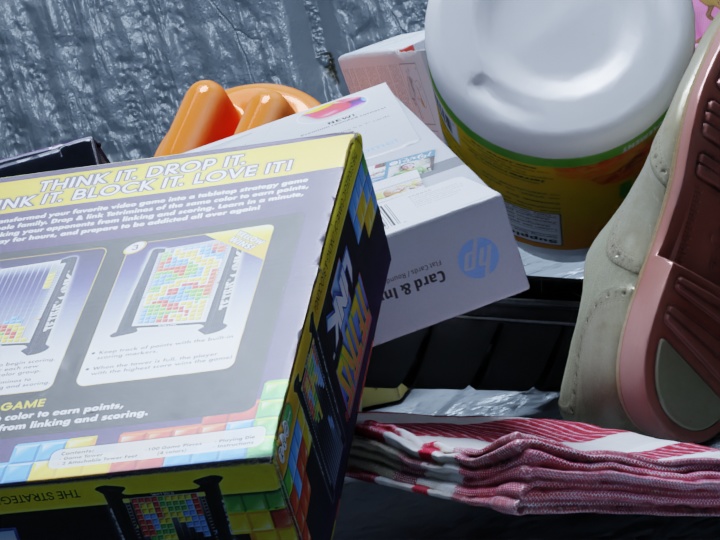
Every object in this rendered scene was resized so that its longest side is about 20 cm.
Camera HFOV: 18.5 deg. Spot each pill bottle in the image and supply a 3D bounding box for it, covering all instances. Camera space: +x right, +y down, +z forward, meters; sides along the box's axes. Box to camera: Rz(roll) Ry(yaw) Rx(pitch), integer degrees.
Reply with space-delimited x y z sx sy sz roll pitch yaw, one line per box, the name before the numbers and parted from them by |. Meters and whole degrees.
pill bottle | 0.091 -0.072 0.987 0.111 0.111 0.200 -15 -18 2

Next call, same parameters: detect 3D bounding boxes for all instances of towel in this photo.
towel | 0.055 0.058 0.722 0.144 0.023 0.200 5 -1 -30

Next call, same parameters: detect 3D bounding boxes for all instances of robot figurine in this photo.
robot figurine | -0.047 -0.027 1.231 0.144 0.117 0.200 -24 -34 7

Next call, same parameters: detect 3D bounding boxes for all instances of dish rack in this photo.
dish rack | 0.000 0.000 0.988 0.153 0.055 0.200 5 17 -39

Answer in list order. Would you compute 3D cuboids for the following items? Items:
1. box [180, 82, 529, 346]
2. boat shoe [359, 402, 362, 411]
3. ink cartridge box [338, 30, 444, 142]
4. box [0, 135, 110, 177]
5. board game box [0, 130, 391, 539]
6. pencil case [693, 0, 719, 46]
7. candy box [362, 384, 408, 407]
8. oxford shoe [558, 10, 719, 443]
box | -0.037 -0.011 0.838 0.156 0.041 0.200 -20 20 -6
boat shoe | -0.089 0.059 0.999 0.063 0.071 0.200 4 -3 -44
ink cartridge box | 0.055 -0.050 1.207 0.057 0.163 0.200 -22 9 -15
box | -0.197 0.010 1.292 0.148 0.104 0.200 -16 -10 -2
board game box | -0.100 0.034 0.671 0.200 0.057 0.165 -6 33 15
pencil case | 0.157 -0.086 1.183 0.086 0.083 0.200 2 -35 3
candy box | -0.070 0.049 1.130 0.200 0.057 0.117 -15 8 13
oxford shoe | 0.124 -0.027 0.867 0.074 0.071 0.200 -9 52 52
